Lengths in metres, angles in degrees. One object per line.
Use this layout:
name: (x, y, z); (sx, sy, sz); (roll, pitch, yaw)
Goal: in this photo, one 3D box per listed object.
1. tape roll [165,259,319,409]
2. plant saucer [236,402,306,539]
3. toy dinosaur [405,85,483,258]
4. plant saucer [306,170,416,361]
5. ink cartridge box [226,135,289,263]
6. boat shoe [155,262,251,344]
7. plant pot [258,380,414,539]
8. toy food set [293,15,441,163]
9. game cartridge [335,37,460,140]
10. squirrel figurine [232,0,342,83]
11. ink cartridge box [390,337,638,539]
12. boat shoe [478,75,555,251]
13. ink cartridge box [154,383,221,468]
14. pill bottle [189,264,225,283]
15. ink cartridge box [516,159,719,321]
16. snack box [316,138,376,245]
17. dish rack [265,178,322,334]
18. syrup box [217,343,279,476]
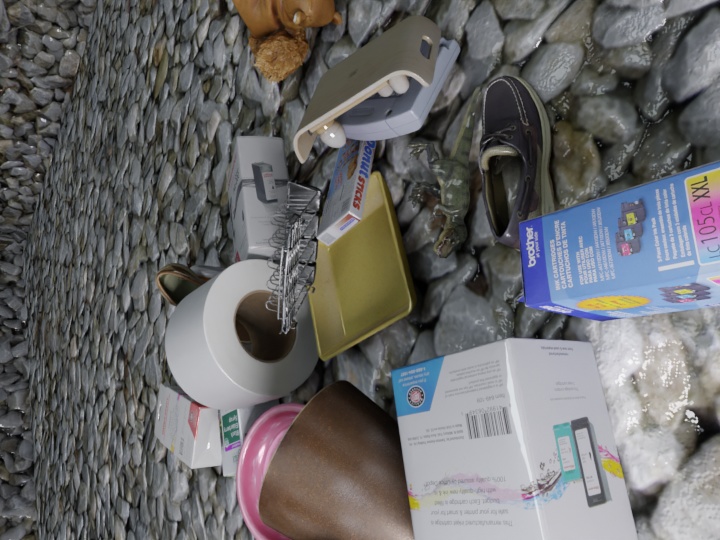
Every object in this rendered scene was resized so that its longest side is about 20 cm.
tape roll: (-0.176, 0.100, 0.878); (0.138, 0.200, 0.207); (-24, 67, 45)
plant saucer: (-0.094, 0.297, 0.834); (0.198, 0.051, 0.204); (-11, 70, 31)
toy dinosaur: (0.099, -0.116, 0.698); (0.087, 0.047, 0.204); (8, 90, 36)
plant saucer: (0.000, 0.000, 0.798); (0.199, 0.048, 0.203); (-35, 59, 43)
ink cartridge box: (-0.166, -0.098, 0.957); (0.146, 0.083, 0.203); (129, 136, -60)
boat shoe: (-0.262, 0.063, 0.971); (0.076, 0.198, 0.074); (-57, 5, 0)
plant pot: (0.020, 0.256, 0.649); (0.198, 0.186, 0.190); (25, 105, 25)
toy food set: (0.008, -0.222, 0.719); (0.198, 0.060, 0.145); (-22, 37, 33)
game cartridge: (0.030, -0.238, 0.771); (0.199, 0.041, 0.135); (16, 78, 50)
squirrel figurine: (-0.116, -0.417, 0.960); (0.186, 0.140, 0.203); (31, 123, 37)
ink cartridge box: (0.137, 0.178, 0.528); (0.146, 0.144, 0.204); (-25, 66, 45)
boat shoe: (0.157, -0.119, 0.610); (0.071, 0.064, 0.204); (-19, 70, 49)
ink cartridge box: (-0.343, 0.302, 1.156); (0.198, 0.067, 0.119); (9, 92, 49)
pill bottle: (-0.273, 0.098, 1.065); (0.111, 0.111, 0.204); (11, 93, 50)
ink cartridge box: (0.221, -0.009, 0.461); (0.198, 0.135, 0.078); (-14, 70, 49)
snack box: (-0.014, -0.129, 0.785); (0.072, 0.024, 0.202); (-35, 33, 42)
dish rack: (-0.088, -0.020, 0.733); (0.201, 0.053, 0.156); (-74, -10, -68)
syrup box: (-0.187, 0.232, 0.966); (0.078, 0.080, 0.203); (-32, 60, 45)
